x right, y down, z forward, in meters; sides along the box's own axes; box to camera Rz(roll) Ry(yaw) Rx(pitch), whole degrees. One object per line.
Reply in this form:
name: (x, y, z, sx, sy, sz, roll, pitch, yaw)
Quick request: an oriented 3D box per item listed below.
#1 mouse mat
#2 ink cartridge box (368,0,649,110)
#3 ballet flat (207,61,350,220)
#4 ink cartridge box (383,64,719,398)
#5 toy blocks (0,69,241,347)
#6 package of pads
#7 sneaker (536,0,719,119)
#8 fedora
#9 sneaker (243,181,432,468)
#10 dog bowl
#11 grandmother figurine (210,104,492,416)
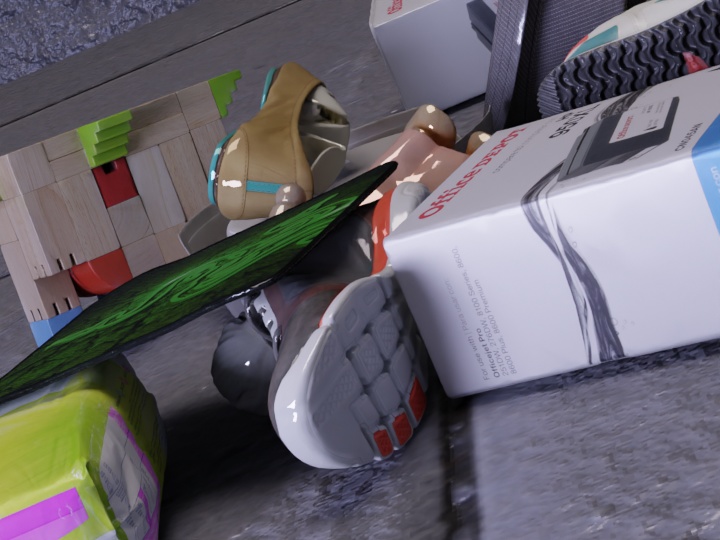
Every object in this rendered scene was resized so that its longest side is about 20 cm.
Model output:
mouse mat: (-0.086, 0.009, 0.995, 0.199, 0.008, 0.161, -22, 12, 29)
ink cartridge box: (0.114, -0.197, 1.594, 0.199, 0.084, 0.145, -22, 14, 8)
ballet flat: (-0.036, -0.069, 1.203, 0.063, 0.069, 0.200, 7, 22, 7)
ink cartridge box: (0.131, -0.026, 0.921, 0.199, 0.085, 0.145, -16, 15, 32)
toy blocks: (-0.141, -0.026, 1.292, 0.200, 0.137, 0.100, -25, 8, -35)
package of pads: (-0.164, 0.108, 0.941, 0.154, 0.068, 0.200, -24, 14, 2)
sneaker: (0.182, -0.117, 0.996, 0.199, 0.071, 0.093, -18, 23, 33)
fedora: (0.128, -0.148, 1.296, 0.090, 0.200, 0.178, 10, 63, 4)
sneaker: (-0.015, 0.029, 0.940, 0.082, 0.077, 0.200, -10, 22, 21)
dog bowl: (-0.005, -0.033, 1.232, 0.199, 0.059, 0.200, -22, 14, 5)
grandmother figurine: (0.000, 0.000, 1.059, 0.121, 0.061, 0.200, 23, 52, 31)
